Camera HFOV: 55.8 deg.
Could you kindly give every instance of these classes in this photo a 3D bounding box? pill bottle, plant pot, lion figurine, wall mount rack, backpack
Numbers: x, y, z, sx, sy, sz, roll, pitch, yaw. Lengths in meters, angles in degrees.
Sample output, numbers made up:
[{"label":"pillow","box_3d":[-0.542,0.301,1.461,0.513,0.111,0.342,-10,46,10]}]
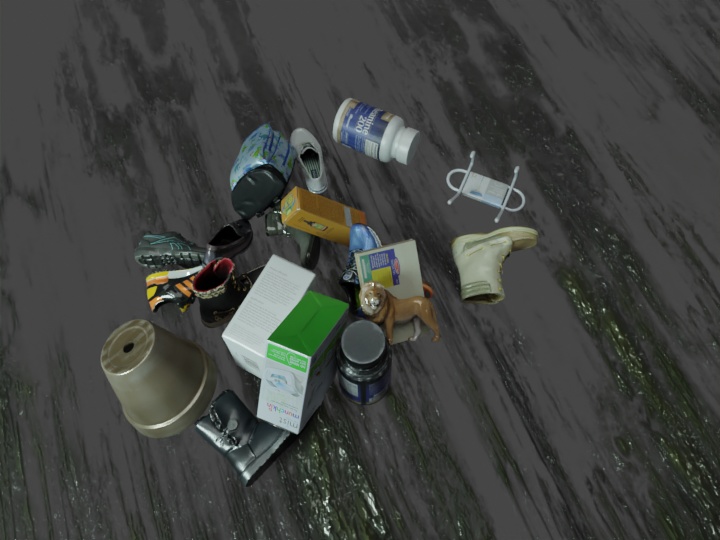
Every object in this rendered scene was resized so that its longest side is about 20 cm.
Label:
[{"label":"pill bottle","box_3d":[0.007,0.177,1.314,0.108,0.202,0.115,0,61,1]},{"label":"plant pot","box_3d":[-0.402,0.191,1.304,0.195,0.175,0.204,-12,50,14]},{"label":"lion figurine","box_3d":[0.084,0.084,1.377,0.195,0.072,0.127,0,89,-31]},{"label":"pill bottle","box_3d":[0.040,-0.331,1.641,0.196,0.112,0.112,24,64,14]},{"label":"wall mount rack","box_3d":[0.284,-0.183,1.576,0.196,0.075,0.176,21,64,13]},{"label":"backpack","box_3d":[-0.221,-0.240,1.570,0.154,0.162,0.201,48,38,-13]}]

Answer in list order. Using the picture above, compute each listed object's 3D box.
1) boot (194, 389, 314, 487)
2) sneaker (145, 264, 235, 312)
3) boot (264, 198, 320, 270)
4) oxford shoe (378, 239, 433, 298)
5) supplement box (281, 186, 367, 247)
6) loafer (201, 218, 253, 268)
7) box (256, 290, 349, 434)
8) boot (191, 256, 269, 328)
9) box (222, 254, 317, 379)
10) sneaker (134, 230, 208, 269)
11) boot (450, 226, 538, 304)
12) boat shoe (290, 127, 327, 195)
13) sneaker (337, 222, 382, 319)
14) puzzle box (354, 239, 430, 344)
[{"label":"boot","box_3d":[-0.208,0.290,1.328,0.200,0.077,0.168,-43,72,-13]},{"label":"sneaker","box_3d":[-0.367,0.043,1.481,0.194,0.070,0.093,-7,77,-3]},{"label":"boot","box_3d":[-0.156,-0.085,1.548,0.127,0.068,0.204,-3,55,7]},{"label":"oxford shoe","box_3d":[0.087,-0.011,1.492,0.198,0.072,0.073,34,63,19]},{"label":"supplement box","box_3d":[-0.077,-0.115,1.490,0.197,0.066,0.070,16,53,-39]},{"label":"loafer","box_3d":[-0.285,-0.069,1.489,0.070,0.064,0.201,13,33,9]},{"label":"box","box_3d":[-0.105,0.170,1.292,0.094,0.181,0.200,18,30,12]},{"label":"boot","box_3d":[-0.263,0.025,1.432,0.197,0.152,0.074,-32,64,-15]},{"label":"box","box_3d":[-0.175,0.102,1.388,0.104,0.154,0.203,23,63,14]},{"label":"sneaker","box_3d":[-0.406,-0.050,1.521,0.194,0.076,0.081,5,59,4]},{"label":"boot","box_3d":[0.303,-0.009,1.484,0.194,0.073,0.158,-9,61,3]},{"label":"boat shoe","box_3d":[-0.121,-0.279,1.642,0.072,0.067,0.203,-20,63,-10]},{"label":"sneaker","box_3d":[0.000,0.000,1.435,0.077,0.088,0.206,-12,80,39]},{"label":"puzzle box","box_3d":[0.068,0.048,1.408,0.129,0.025,0.206,-12,100,-14]}]
